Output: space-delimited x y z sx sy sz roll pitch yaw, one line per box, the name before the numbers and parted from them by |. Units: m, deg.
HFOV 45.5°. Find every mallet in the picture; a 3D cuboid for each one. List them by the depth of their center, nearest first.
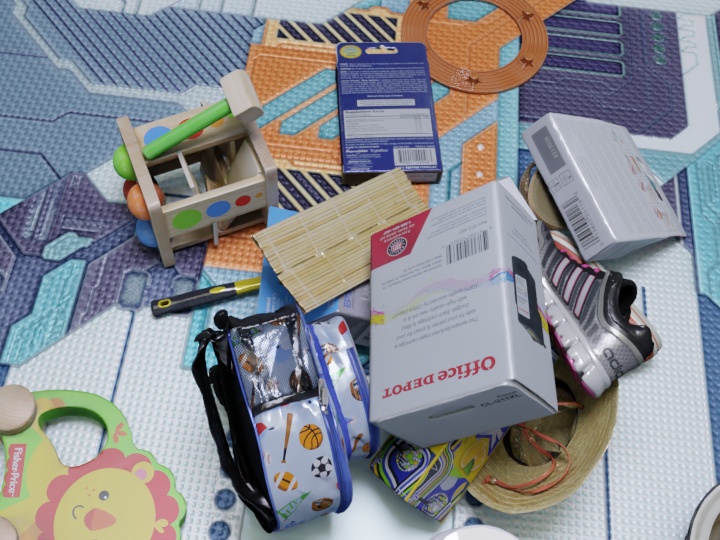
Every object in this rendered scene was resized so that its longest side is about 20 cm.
mallet | -0.131 0.009 0.943 0.198 0.041 0.066 -7 63 -3

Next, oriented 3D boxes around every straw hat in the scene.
straw hat | 0.184 0.157 0.845 0.200 0.085 0.202 -29 40 27

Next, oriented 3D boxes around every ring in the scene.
ring | 0.153 -0.319 1.146 0.199 0.019 0.202 1 62 -2

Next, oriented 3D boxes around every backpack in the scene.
backpack | -0.065 0.140 0.800 0.153 0.200 0.192 -9 75 -7

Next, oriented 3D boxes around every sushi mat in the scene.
sushi mat | -0.007 -0.035 0.875 0.199 0.012 0.096 -28 78 -31

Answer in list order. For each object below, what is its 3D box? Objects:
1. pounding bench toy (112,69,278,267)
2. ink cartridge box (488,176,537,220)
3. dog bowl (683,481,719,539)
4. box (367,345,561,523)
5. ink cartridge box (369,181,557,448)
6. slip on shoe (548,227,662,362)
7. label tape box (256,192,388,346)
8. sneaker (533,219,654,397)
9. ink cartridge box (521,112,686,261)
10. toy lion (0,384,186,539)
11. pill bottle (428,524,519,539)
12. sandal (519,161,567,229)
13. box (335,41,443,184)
pounding bench toy | -0.181 -0.119 0.914 0.155 0.200 0.125 -19 64 -14
ink cartridge box | 0.184 0.005 0.927 0.037 0.095 0.201 -17 64 -17
dog bowl | 0.385 0.291 0.786 0.198 0.074 0.201 2 55 -3
box | 0.100 0.133 0.820 0.201 0.070 0.064 -54 41 -6
ink cartridge box | 0.087 0.043 0.775 0.145 0.083 0.201 -22 51 31
slip on shoe | 0.237 0.027 0.936 0.061 0.074 0.200 -35 71 -11
label tape box | 0.000 0.000 0.906 0.199 0.063 0.145 13 59 -17
sneaker | 0.210 0.022 0.807 0.087 0.074 0.201 -24 47 7
ink cartridge box | 0.280 -0.095 0.975 0.199 0.047 0.161 -4 65 -49
toy lion | -0.261 0.212 0.814 0.190 0.069 0.201 1 61 -11
pill bottle | 0.085 0.280 0.712 0.115 0.200 0.117 1 61 -2
sandal | 0.223 -0.100 1.012 0.078 0.069 0.212 50 46 -11
box | 0.032 -0.198 1.064 0.120 0.032 0.201 -1 63 -4
